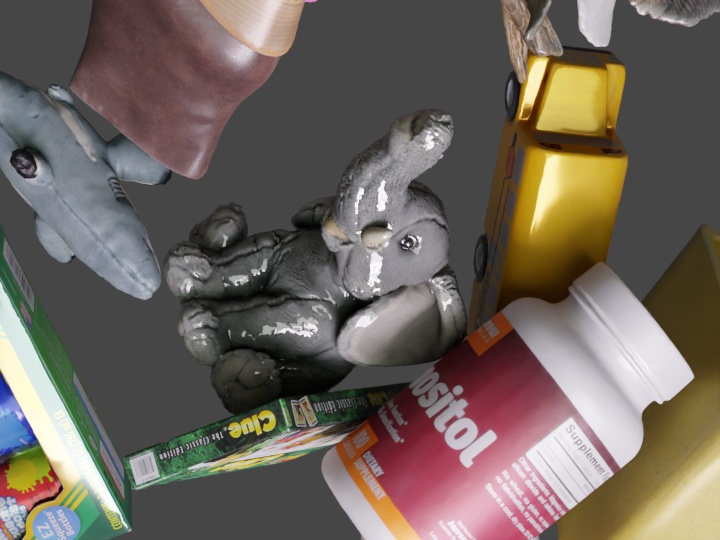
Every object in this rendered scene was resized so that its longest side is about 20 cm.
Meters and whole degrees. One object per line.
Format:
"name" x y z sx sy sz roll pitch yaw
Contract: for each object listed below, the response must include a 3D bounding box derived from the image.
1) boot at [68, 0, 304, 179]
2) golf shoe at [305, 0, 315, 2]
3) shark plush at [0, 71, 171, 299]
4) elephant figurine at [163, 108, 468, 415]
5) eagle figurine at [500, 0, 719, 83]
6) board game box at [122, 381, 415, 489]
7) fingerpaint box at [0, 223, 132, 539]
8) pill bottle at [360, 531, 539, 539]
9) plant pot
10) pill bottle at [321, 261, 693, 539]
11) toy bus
"boot" -0.132 -0.161 1.156 0.200 0.072 0.167 38 126 3
"golf shoe" -0.046 -0.247 1.138 0.091 0.075 0.202 3 110 4
"shark plush" -0.177 -0.073 1.184 0.090 0.083 0.201 -26 115 9
"elephant figurine" 0.000 0.000 1.211 0.199 0.155 0.142 -26 96 14
"eagle figurine" 0.158 -0.205 1.143 0.199 0.152 0.152 -23 80 -2
"board game box" -0.046 0.094 1.222 0.104 0.200 0.024 -20 82 22
"fingerpaint box" -0.252 0.093 1.258 0.166 0.073 0.201 -21 116 3
"pill bottle" 0.062 0.190 1.328 0.110 0.111 0.201 -15 116 -1
"plant pot" 0.227 0.137 1.291 0.195 0.195 0.200 33 116 -21
"pill bottle" 0.085 0.090 1.190 0.200 0.113 0.113 -39 115 1
"toy bus" 0.112 -0.029 1.250 0.065 0.078 0.201 5 114 -10
